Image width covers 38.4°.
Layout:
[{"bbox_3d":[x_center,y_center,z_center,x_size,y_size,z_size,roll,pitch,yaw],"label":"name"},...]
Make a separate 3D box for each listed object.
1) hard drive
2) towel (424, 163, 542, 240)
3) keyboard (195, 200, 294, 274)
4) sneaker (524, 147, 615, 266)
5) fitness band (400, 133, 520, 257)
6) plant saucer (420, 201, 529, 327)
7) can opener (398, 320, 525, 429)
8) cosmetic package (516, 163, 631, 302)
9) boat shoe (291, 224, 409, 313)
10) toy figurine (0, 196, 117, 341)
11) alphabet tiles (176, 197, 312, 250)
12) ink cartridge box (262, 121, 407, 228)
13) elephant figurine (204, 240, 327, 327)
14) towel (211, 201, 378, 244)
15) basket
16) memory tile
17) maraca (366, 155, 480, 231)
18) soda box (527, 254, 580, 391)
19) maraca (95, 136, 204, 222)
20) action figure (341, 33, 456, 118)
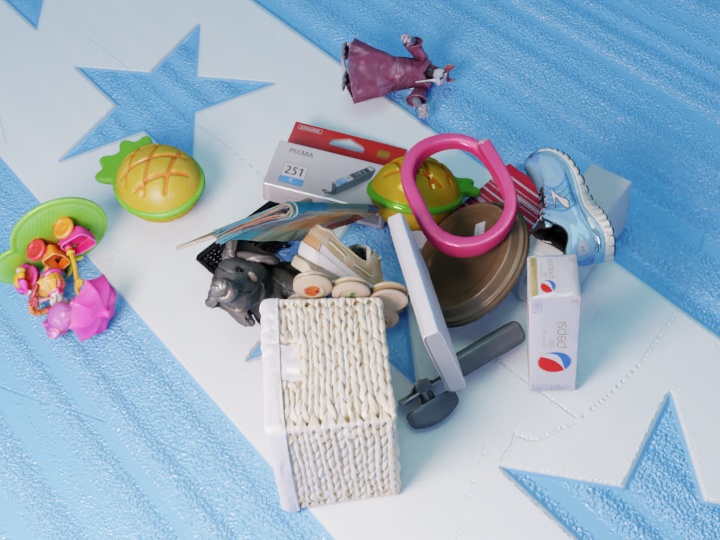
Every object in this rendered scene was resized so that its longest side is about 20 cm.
[{"bbox_3d":[0.085,0.040,1.338,0.026,0.133,0.202,-20,49,7],"label":"hard drive"},{"bbox_3d":[0.212,-0.067,1.547,0.199,0.023,0.144,-39,58,-20],"label":"towel"},{"bbox_3d":[-0.154,-0.060,1.587,0.199,0.040,0.104,-40,55,-21],"label":"keyboard"},{"bbox_3d":[0.263,-0.085,1.389,0.089,0.079,0.202,-21,51,-4],"label":"sneaker"},{"bbox_3d":[0.136,-0.109,1.419,0.141,0.038,0.202,-22,58,-4],"label":"fitness band"},{"bbox_3d":[0.147,-0.015,1.443,0.198,0.029,0.202,-30,40,29],"label":"plant saucer"},{"bbox_3d":[0.140,0.142,1.379,0.198,0.053,0.068,-28,84,-15],"label":"can opener"},{"bbox_3d":[0.302,-0.045,1.464,0.073,0.103,0.200,27,58,26],"label":"cosmetic package"},{"bbox_3d":[0.000,0.000,1.417,0.074,0.198,0.069,31,95,51],"label":"boat shoe"},{"bbox_3d":[-0.438,0.025,1.519,0.198,0.150,0.186,-34,60,9],"label":"toy figurine"},{"bbox_3d":[-0.152,-0.074,1.496,0.165,0.008,0.200,-17,7,22],"label":"alphabet tiles"},{"bbox_3d":[-0.036,-0.166,1.630,0.196,0.045,0.178,14,55,6],"label":"ink cartridge box"},{"bbox_3d":[-0.151,0.018,1.411,0.154,0.198,0.144,-26,53,43],"label":"elephant figurine"},{"bbox_3d":[-0.083,-0.063,1.392,0.145,0.199,0.022,-18,82,34],"label":"towel"},{"bbox_3d":[-0.037,0.161,1.284,0.157,0.202,0.201,-7,50,0],"label":"basket"},{"bbox_3d":[-0.030,0.067,1.343,0.150,0.201,0.017,8,54,-13],"label":"memory tile"},{"bbox_3d":[0.094,-0.120,1.539,0.136,0.109,0.199,29,32,30],"label":"maraca"},{"bbox_3d":[0.243,0.070,1.311,0.062,0.202,0.069,-2,50,7],"label":"soda box"},{"bbox_3d":[-0.332,-0.148,1.632,0.199,0.108,0.137,32,58,30],"label":"maraca"},{"bbox_3d":[0.065,-0.328,1.758,0.196,0.137,0.149,2,7,-5],"label":"action figure"}]
